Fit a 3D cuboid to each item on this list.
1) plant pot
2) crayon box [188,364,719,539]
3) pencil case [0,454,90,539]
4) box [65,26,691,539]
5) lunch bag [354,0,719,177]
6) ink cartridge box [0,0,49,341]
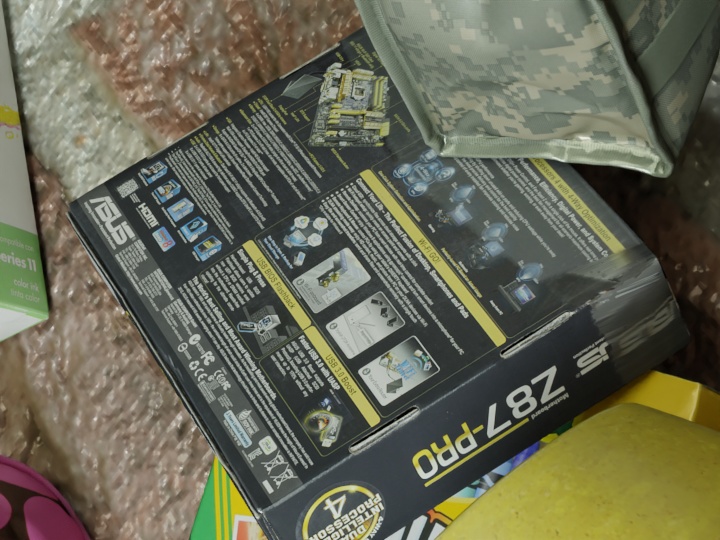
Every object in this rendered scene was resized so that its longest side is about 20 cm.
[{"bbox_3d":[0.089,0.127,0.847,0.200,0.200,0.142,-45,73,19],"label":"plant pot"},{"bbox_3d":[0.030,0.105,1.008,0.199,0.058,0.173,15,88,39],"label":"crayon box"},{"bbox_3d":[-0.193,0.172,1.145,0.094,0.091,0.200,45,109,21],"label":"pencil case"},{"bbox_3d":[0.000,0.000,0.994,0.161,0.049,0.200,-33,41,-5],"label":"box"},{"bbox_3d":[0.063,-0.159,0.929,0.117,0.200,0.165,6,56,31],"label":"lunch bag"},{"bbox_3d":[-0.211,-0.057,1.226,0.117,0.067,0.201,-24,66,31],"label":"ink cartridge box"}]
